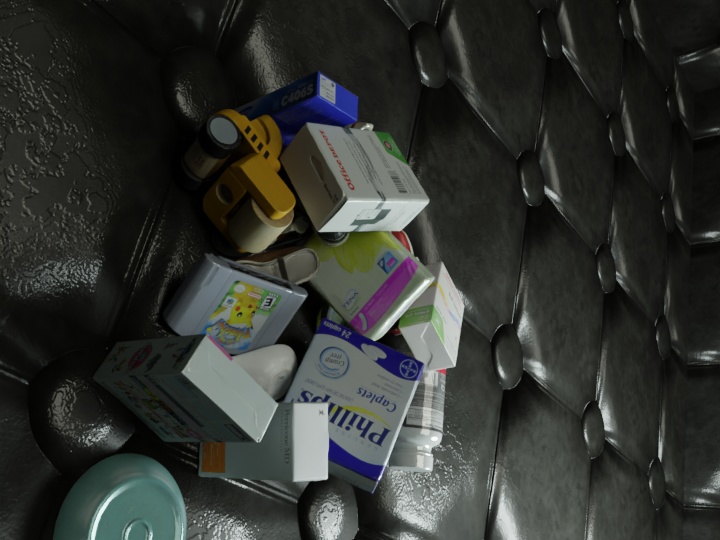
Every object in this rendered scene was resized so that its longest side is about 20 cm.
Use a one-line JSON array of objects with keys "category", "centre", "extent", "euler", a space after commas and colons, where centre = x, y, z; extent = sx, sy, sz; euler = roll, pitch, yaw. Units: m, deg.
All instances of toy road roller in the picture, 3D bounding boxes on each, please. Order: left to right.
[{"category": "toy road roller", "centre": [-0.162, -0.144, 1.153], "extent": [0.201, 0.123, 0.146], "euler": [53, 45, -1]}]

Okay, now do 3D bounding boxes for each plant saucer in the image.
[{"category": "plant saucer", "centre": [-0.295, 0.339, 1.002], "extent": [0.198, 0.035, 0.204], "euler": [13, 73, -49]}]

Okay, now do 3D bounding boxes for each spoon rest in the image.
[{"category": "spoon rest", "centre": [-0.169, 0.157, 1.169], "extent": [0.198, 0.060, 0.101], "euler": [4, 113, -53]}]

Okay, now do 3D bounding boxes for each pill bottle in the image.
[{"category": "pill bottle", "centre": [0.099, 0.263, 1.441], "extent": [0.110, 0.109, 0.204], "euler": [25, 64, -45]}]

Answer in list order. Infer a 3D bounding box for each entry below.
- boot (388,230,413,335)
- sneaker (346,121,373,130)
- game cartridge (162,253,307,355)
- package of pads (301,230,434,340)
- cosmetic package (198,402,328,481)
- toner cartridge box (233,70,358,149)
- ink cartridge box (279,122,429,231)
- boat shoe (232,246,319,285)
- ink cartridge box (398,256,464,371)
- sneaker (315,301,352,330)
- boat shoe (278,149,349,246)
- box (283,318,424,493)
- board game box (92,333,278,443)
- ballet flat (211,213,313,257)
[{"category": "boot", "centre": [0.059, 0.012, 1.430], "extent": [0.144, 0.071, 0.205], "euler": [38, 51, -77]}, {"category": "sneaker", "centre": [-0.006, -0.167, 1.413], "extent": [0.074, 0.089, 0.204], "euler": [-4, 86, -50]}, {"category": "game cartridge", "centre": [-0.181, 0.058, 1.137], "extent": [0.198, 0.134, 0.041], "euler": [21, 23, -46]}, {"category": "package of pads", "centre": [0.000, 0.000, 1.283], "extent": [0.200, 0.155, 0.068], "euler": [45, 13, 11]}, {"category": "cosmetic package", "centre": [-0.138, 0.237, 1.085], "extent": [0.071, 0.197, 0.104], "euler": [12, 73, -48]}, {"category": "toner cartridge box", "centre": [-0.106, -0.241, 1.219], "extent": [0.094, 0.197, 0.044], "euler": [24, 63, -45]}, {"category": "ink cartridge box", "centre": [-0.008, -0.140, 1.203], "extent": [0.198, 0.083, 0.148], "euler": [-3, 57, -48]}, {"category": "boat shoe", "centre": [-0.161, 0.010, 1.209], "extent": [0.197, 0.068, 0.074], "euler": [-12, 103, -31]}, {"category": "ink cartridge box", "centre": [0.135, 0.069, 1.422], "extent": [0.118, 0.066, 0.202], "euler": [59, 29, -31]}, {"category": "sneaker", "centre": [-0.006, 0.130, 1.362], "extent": [0.201, 0.080, 0.074], "euler": [57, 44, -26]}, {"category": "boat shoe", "centre": [-0.091, -0.126, 1.234], "extent": [0.201, 0.074, 0.066], "euler": [55, -7, 14]}, {"category": "box", "centre": [-0.020, 0.211, 1.222], "extent": [0.181, 0.105, 0.203], "euler": [23, 66, 3]}, {"category": "board game box", "centre": [-0.225, 0.154, 0.994], "extent": [0.148, 0.197, 0.065], "euler": [52, 47, -31]}, {"category": "ballet flat", "centre": [-0.144, -0.068, 1.241], "extent": [0.198, 0.068, 0.069], "euler": [-18, 98, -50]}]
